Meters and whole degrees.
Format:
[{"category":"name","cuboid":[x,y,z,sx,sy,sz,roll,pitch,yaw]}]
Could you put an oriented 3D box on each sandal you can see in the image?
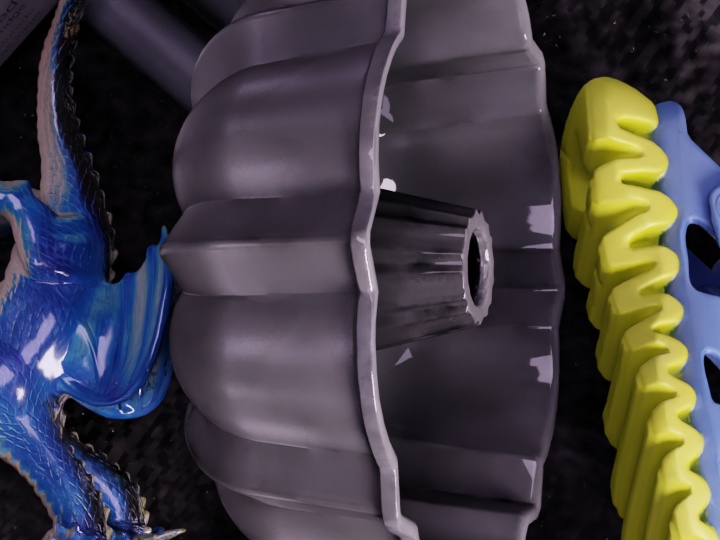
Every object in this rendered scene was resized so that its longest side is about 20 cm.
[{"category":"sandal","cuboid":[0.116,0.028,0.780,0.086,0.080,0.201,-2,65,-7]}]

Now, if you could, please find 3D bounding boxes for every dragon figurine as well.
[{"category":"dragon figurine","cuboid":[-0.086,0.013,0.814,0.099,0.059,0.201,17,80,7]}]

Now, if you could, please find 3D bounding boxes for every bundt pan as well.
[{"category":"bundt pan","cuboid":[0.000,0.000,0.749,0.075,0.202,0.204,-1,77,18]}]

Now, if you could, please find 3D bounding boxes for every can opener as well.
[{"category":"can opener","cuboid":[-0.091,-0.115,0.837,0.200,0.067,0.053,41,86,18]}]

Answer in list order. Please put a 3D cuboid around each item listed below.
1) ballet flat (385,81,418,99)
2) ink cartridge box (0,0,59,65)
[{"category":"ballet flat","cuboid":[0.017,-0.156,0.835,0.070,0.065,0.202,-1,107,-17]},{"category":"ink cartridge box","cuboid":[-0.215,-0.093,0.760,0.146,0.200,0.147,45,97,11]}]
